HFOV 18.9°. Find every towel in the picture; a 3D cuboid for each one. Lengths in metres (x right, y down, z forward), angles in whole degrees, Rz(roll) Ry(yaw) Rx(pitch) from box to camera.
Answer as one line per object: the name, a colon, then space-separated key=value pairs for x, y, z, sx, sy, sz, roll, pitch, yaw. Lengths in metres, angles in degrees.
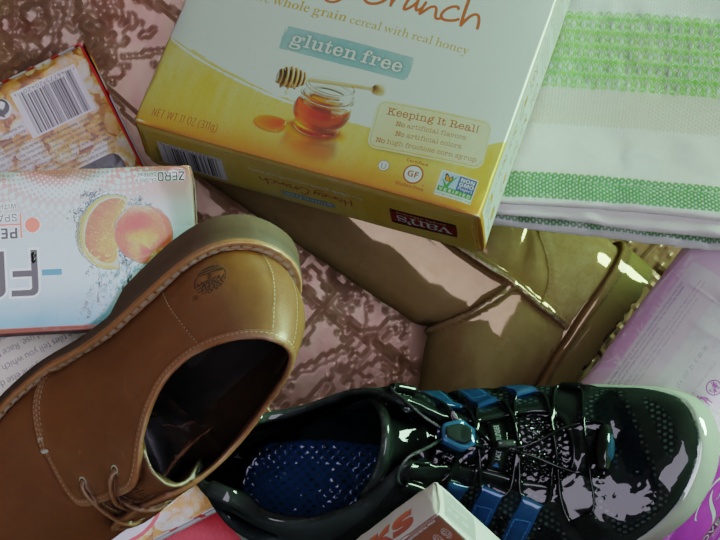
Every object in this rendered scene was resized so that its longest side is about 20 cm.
towel: x=0.099 y=-0.105 z=0.889 sx=0.149 sy=0.031 sz=0.200 roll=6 pitch=67 yaw=10

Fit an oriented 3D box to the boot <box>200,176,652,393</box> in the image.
boot: x=0.000 y=0.000 z=0.913 sx=0.200 sy=0.066 sz=0.175 roll=37 pitch=75 yaw=-6

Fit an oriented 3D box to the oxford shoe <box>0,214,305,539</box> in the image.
oxford shoe: x=-0.093 y=0.069 z=0.803 sx=0.071 sy=0.071 sz=0.200 roll=26 pitch=119 yaw=-29

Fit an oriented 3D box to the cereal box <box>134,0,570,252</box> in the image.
cereal box: x=0.012 y=-0.118 z=0.868 sx=0.144 sy=0.040 sz=0.200 roll=15 pitch=69 yaw=12

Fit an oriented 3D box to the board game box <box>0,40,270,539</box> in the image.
board game box: x=-0.137 y=0.029 z=0.894 sx=0.151 sy=0.046 sz=0.200 roll=-26 pitch=90 yaw=-9

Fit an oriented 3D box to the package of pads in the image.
package of pads: x=0.127 y=0.082 z=0.894 sx=0.076 sy=0.121 sz=0.200 roll=35 pitch=88 yaw=27

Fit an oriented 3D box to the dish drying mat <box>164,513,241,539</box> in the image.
dish drying mat: x=-0.112 y=0.131 z=0.923 sx=0.200 sy=0.018 sz=0.077 roll=8 pitch=89 yaw=-6

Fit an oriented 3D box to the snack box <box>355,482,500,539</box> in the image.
snack box: x=-0.023 y=0.163 z=0.821 sx=0.200 sy=0.024 sz=0.072 roll=-39 pitch=114 yaw=18

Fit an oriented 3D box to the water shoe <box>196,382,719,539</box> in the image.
water shoe: x=0.034 y=0.078 z=0.818 sx=0.200 sy=0.079 sz=0.072 roll=-10 pitch=68 yaw=17

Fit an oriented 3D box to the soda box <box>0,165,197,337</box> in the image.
soda box: x=-0.164 y=-0.004 z=0.833 sx=0.200 sy=0.068 sz=0.064 roll=-2 pitch=88 yaw=-9
